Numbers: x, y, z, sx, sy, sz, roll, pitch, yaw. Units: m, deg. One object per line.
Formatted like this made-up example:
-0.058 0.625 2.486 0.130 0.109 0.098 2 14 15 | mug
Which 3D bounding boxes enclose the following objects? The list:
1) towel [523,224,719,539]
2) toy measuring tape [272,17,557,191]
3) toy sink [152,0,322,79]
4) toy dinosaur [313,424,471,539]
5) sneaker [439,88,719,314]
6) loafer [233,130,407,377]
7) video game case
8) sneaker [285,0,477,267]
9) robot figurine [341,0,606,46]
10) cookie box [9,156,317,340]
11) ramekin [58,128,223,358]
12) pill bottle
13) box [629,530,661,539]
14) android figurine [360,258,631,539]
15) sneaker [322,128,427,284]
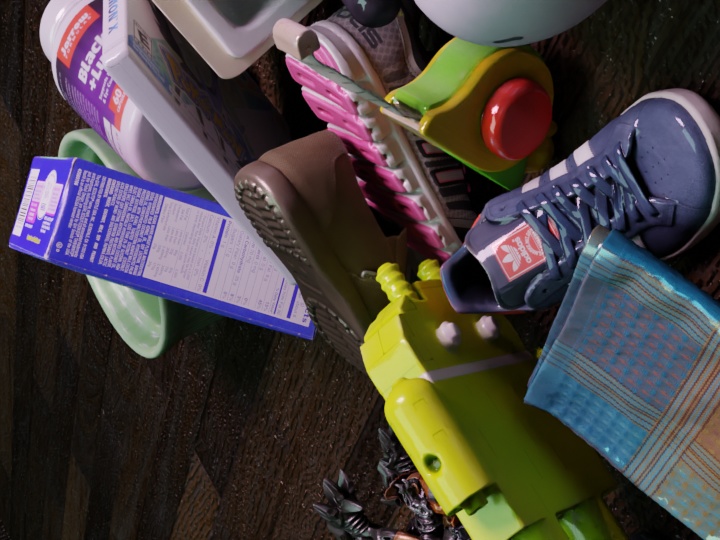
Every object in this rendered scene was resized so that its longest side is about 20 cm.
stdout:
0.170 0.080 0.714 0.199 0.022 0.147 39 147 18 | towel
0.041 -0.100 0.748 0.073 0.199 0.075 -18 61 36 | toy measuring tape
-0.071 -0.196 0.834 0.112 0.130 0.200 47 -179 -31 | toy sink
0.050 0.171 1.016 0.135 0.102 0.203 22 113 30 | toy dinosaur
0.105 -0.021 0.747 0.076 0.084 0.200 63 151 11 | sneaker
0.000 0.000 0.870 0.076 0.067 0.201 34 162 44 | loafer
-0.099 -0.111 0.975 0.200 0.022 0.183 50 -164 -34 | video game case
0.037 -0.081 0.863 0.073 0.087 0.201 26 156 51 | sneaker
0.046 -0.197 0.679 0.201 0.124 0.151 60 154 18 | robot figurine
-0.138 -0.019 1.085 0.171 0.198 0.076 11 84 68 | cookie box
-0.171 -0.036 1.278 0.200 0.097 0.202 44 146 40 | ramekin
-0.174 -0.153 1.172 0.200 0.110 0.113 41 144 43 | pill bottle
0.119 0.248 0.803 0.106 0.198 0.124 23 130 55 | box
0.073 0.080 0.809 0.041 0.181 0.201 -40 70 28 | android figurine
0.003 0.000 0.962 0.070 0.093 0.202 23 129 56 | sneaker
